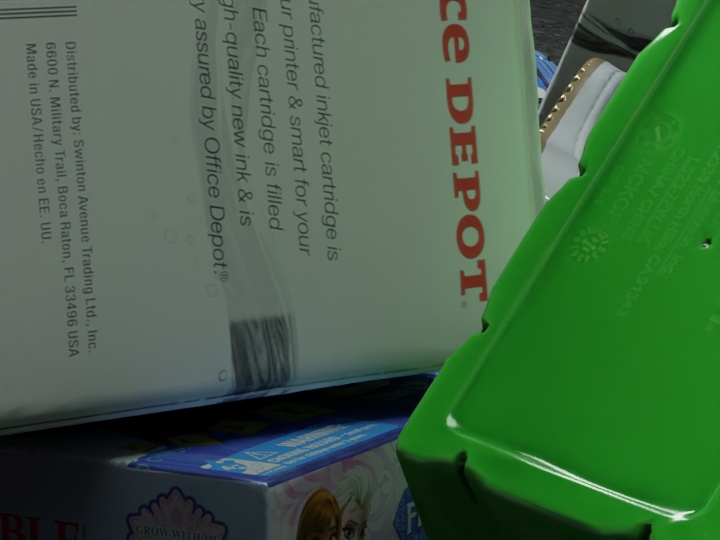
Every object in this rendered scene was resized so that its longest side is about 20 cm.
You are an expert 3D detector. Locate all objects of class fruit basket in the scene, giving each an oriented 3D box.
[{"bbox_3d":[0.116,0.039,0.626,0.155,0.217,0.215,18,17,41],"label":"fruit basket"}]

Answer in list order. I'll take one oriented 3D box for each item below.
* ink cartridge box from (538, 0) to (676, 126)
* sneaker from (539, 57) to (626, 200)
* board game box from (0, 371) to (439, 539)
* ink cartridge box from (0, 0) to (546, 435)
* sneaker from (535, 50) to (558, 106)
[{"bbox_3d":[0.153,-0.111,1.002,0.084,0.201,0.145,33,34,15],"label":"ink cartridge box"},{"bbox_3d":[0.098,-0.006,0.811,0.108,0.070,0.200,26,19,5],"label":"sneaker"},{"bbox_3d":[-0.056,0.045,0.673,0.198,0.041,0.200,4,9,29],"label":"board game box"},{"bbox_3d":[-0.061,-0.040,0.595,0.199,0.148,0.083,-6,3,-35],"label":"ink cartridge box"},{"bbox_3d":[0.070,-0.065,1.238,0.078,0.076,0.200,-3,14,-28],"label":"sneaker"}]
